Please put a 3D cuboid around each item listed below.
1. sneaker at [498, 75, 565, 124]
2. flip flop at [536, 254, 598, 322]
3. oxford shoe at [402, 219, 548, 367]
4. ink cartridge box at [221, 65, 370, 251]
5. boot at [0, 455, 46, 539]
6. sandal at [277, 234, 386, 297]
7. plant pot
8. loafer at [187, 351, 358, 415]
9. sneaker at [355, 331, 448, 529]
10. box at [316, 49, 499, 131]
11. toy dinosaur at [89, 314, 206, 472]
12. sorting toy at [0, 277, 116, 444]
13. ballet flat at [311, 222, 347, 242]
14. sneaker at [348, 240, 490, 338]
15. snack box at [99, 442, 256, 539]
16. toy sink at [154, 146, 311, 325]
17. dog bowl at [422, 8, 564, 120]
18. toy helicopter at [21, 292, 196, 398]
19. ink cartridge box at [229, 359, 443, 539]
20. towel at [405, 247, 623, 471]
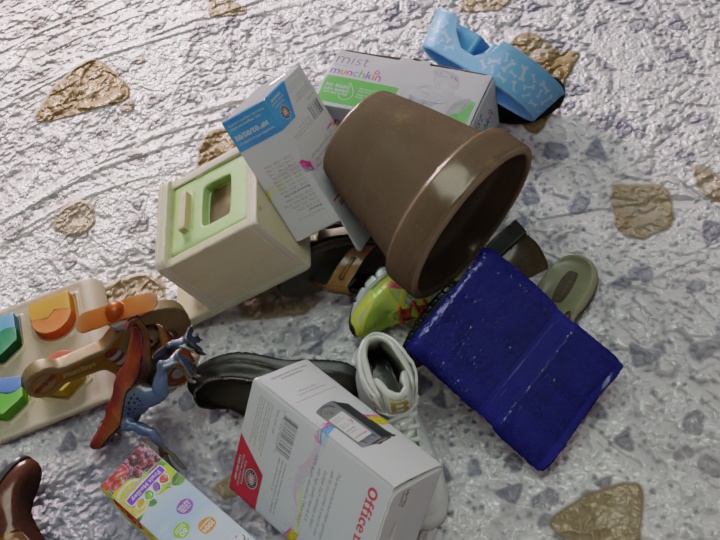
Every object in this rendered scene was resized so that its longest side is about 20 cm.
[{"bbox_3d":[0.158,-0.233,1.658,0.198,0.072,0.083,-6,52,8],"label":"sneaker"},{"bbox_3d":[0.205,0.054,1.447,0.081,0.058,0.201,22,62,25],"label":"flip flop"},{"bbox_3d":[0.124,0.043,1.419,0.200,0.073,0.084,-44,87,3],"label":"oxford shoe"},{"bbox_3d":[-0.060,-0.116,1.478,0.067,0.201,0.115,-24,17,29],"label":"ink cartridge box"},{"bbox_3d":[-0.314,0.300,1.378,0.198,0.069,0.190,8,56,17],"label":"boot"},{"bbox_3d":[0.000,0.000,1.524,0.198,0.082,0.055,-9,52,-3],"label":"sandal"},{"bbox_3d":[0.059,-0.101,1.402,0.174,0.201,0.200,40,70,17],"label":"plant pot"},{"bbox_3d":[-0.099,0.138,1.443,0.198,0.073,0.072,-2,52,11],"label":"loafer"},{"bbox_3d":[0.038,0.164,1.350,0.073,0.116,0.201,-19,69,-6],"label":"sneaker"},{"bbox_3d":[0.062,-0.159,1.559,0.198,0.177,0.097,14,58,21],"label":"box"},{"bbox_3d":[-0.251,0.128,1.423,0.181,0.200,0.105,-32,36,17],"label":"toy dinosaur"},{"bbox_3d":[-0.391,0.106,1.555,0.198,0.037,0.186,-18,53,-1],"label":"sorting toy"},{"bbox_3d":[-0.049,-0.040,1.563,0.198,0.071,0.070,-15,54,2],"label":"ballet flat"},{"bbox_3d":[0.079,0.027,1.486,0.199,0.078,0.091,-31,61,-8],"label":"sneaker"},{"bbox_3d":[-0.146,0.281,1.291,0.199,0.169,0.068,35,71,30],"label":"snack box"},{"bbox_3d":[-0.168,-0.043,1.519,0.199,0.112,0.131,-25,48,27],"label":"toy sink"},{"bbox_3d":[0.152,-0.243,1.560,0.200,0.111,0.050,36,91,36],"label":"dog bowl"},{"bbox_3d":[-0.285,0.087,1.469,0.199,0.133,0.079,-22,52,-18],"label":"toy helicopter"},{"bbox_3d":[-0.030,0.208,1.324,0.199,0.149,0.085,34,33,29],"label":"ink cartridge box"},{"bbox_3d":[0.160,0.092,1.372,0.200,0.050,0.148,42,77,-4],"label":"towel"}]
